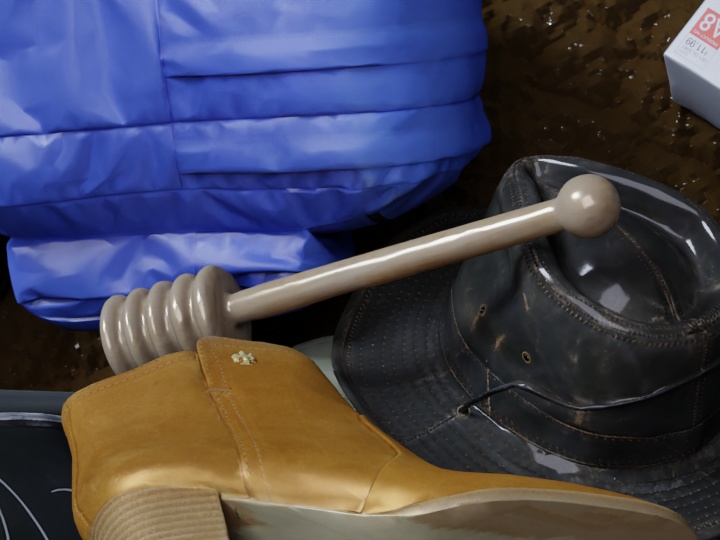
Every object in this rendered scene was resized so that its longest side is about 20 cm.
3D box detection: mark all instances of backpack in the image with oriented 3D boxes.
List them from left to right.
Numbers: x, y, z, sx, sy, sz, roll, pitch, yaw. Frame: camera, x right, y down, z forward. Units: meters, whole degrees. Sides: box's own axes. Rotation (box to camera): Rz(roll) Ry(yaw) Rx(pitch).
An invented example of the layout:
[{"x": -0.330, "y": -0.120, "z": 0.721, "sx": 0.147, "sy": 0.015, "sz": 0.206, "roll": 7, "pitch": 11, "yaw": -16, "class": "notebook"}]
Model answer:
[{"x": -0.046, "y": -0.065, "z": 0.995, "sx": 0.200, "sy": 0.163, "sz": 0.168, "roll": -8, "pitch": 100, "yaw": 9, "class": "backpack"}]

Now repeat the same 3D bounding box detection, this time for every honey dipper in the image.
[{"x": 0.000, "y": 0.000, "z": 0.907, "sx": 0.200, "sy": 0.038, "sz": 0.038, "roll": -17, "pitch": 69, "yaw": 21, "class": "honey dipper"}]

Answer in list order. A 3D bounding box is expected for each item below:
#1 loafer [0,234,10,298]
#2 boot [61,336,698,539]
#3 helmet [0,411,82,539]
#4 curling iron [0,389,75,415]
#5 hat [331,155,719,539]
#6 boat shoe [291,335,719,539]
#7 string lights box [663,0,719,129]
[{"x": -0.210, "y": 0.020, "z": 1.040, "sx": 0.071, "sy": 0.073, "sz": 0.200, "roll": 31, "pitch": 81, "yaw": 17, "class": "loafer"}, {"x": 0.002, "y": 0.069, "z": 0.859, "sx": 0.201, "sy": 0.071, "sz": 0.144, "roll": -2, "pitch": 29, "yaw": -12, "class": "boot"}, {"x": -0.153, "y": 0.164, "z": 0.926, "sx": 0.200, "sy": 0.200, "sz": 0.191, "roll": -16, "pitch": 74, "yaw": 6, "class": "helmet"}, {"x": -0.183, "y": 0.066, "z": 1.002, "sx": 0.200, "sy": 0.050, "sz": 0.026, "roll": -9, "pitch": 28, "yaw": -24, "class": "curling iron"}, {"x": 0.083, "y": 0.009, "z": 0.931, "sx": 0.200, "sy": 0.081, "sz": 0.201, "roll": 0, "pitch": 39, "yaw": 0, "class": "hat"}, {"x": 0.063, "y": 0.072, "z": 0.977, "sx": 0.199, "sy": 0.075, "sz": 0.066, "roll": 6, "pitch": 118, "yaw": 5, "class": "boat shoe"}, {"x": 0.222, "y": -0.127, "z": 1.009, "sx": 0.103, "sy": 0.059, "sz": 0.200, "roll": 35, "pitch": 82, "yaw": 18, "class": "string lights box"}]
